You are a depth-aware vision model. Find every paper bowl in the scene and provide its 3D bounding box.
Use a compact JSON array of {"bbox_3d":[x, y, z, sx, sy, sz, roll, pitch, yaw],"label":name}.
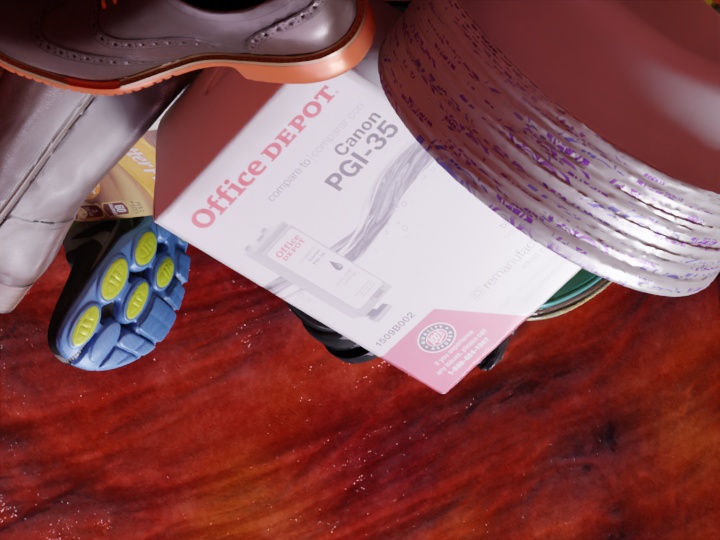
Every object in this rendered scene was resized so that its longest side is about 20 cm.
[{"bbox_3d":[0.116,-0.089,1.230,0.200,0.105,0.201,29,-158,-13],"label":"paper bowl"}]

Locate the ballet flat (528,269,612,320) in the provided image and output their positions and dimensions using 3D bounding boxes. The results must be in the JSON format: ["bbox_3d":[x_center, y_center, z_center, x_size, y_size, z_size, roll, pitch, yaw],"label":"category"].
[{"bbox_3d":[0.153,-0.034,1.621,0.200,0.071,0.071,-49,-165,-19],"label":"ballet flat"}]

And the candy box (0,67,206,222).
[{"bbox_3d":[-0.112,-0.089,1.410,0.199,0.056,0.116,-5,137,19],"label":"candy box"}]

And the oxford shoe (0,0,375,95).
[{"bbox_3d":[-0.095,-0.132,1.206,0.199,0.072,0.073,-2,150,18],"label":"oxford shoe"}]

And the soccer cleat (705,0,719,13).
[{"bbox_3d":[0.151,-0.136,1.482,0.081,0.068,0.199,6,179,42],"label":"soccer cleat"}]

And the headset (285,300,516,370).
[{"bbox_3d":[0.000,0.000,1.481,0.199,0.094,0.124,27,171,18],"label":"headset"}]

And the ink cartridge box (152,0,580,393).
[{"bbox_3d":[0.010,-0.045,1.329,0.199,0.083,0.146,31,124,-24],"label":"ink cartridge box"}]

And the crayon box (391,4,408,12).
[{"bbox_3d":[0.088,-0.093,1.521,0.199,0.127,0.051,-4,178,-30],"label":"crayon box"}]

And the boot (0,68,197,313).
[{"bbox_3d":[-0.200,-0.083,1.313,0.186,0.064,0.200,19,123,-36],"label":"boot"}]

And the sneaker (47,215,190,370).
[{"bbox_3d":[-0.146,-0.017,1.493,0.082,0.200,0.071,-10,134,23],"label":"sneaker"}]
